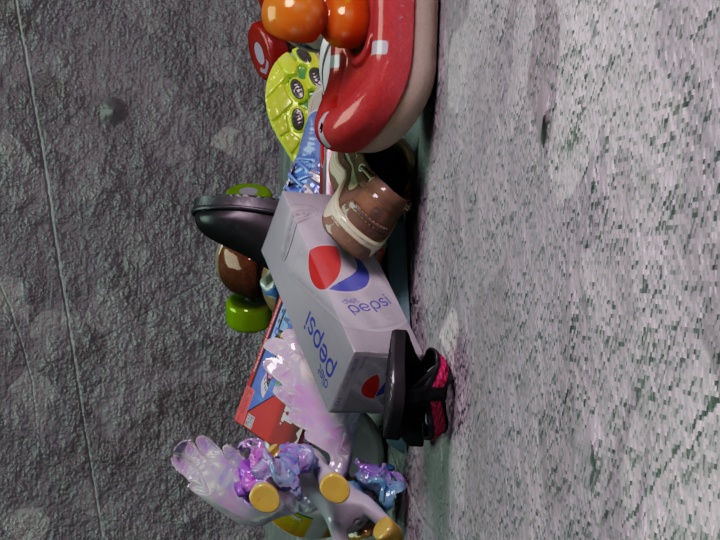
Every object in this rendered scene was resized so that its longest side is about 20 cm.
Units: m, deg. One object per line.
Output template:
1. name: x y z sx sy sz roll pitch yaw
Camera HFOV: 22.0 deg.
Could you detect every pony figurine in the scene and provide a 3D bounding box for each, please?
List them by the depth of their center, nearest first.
1. pony figurine: -0.042 0.168 1.501 0.167 0.193 0.200 -47 4 4

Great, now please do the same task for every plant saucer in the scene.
1. plant saucer: 0.029 0.050 1.555 0.070 0.019 0.202 100 171 -52

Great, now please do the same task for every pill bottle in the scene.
1. pill bottle: -0.042 0.191 1.741 0.200 0.111 0.114 108 163 -72

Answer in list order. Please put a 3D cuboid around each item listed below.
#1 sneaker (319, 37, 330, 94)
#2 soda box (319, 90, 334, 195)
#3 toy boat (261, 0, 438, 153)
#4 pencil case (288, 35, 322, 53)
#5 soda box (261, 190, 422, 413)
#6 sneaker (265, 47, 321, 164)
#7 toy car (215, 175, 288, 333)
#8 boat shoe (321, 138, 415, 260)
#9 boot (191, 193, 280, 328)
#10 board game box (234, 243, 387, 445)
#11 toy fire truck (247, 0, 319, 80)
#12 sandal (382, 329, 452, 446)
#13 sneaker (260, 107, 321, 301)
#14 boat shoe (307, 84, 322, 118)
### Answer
1. sneaker: 0.005 -0.177 1.599 0.116 0.075 0.202 -92 9 -49
2. soda box: -0.004 -0.153 1.738 0.070 0.063 0.202 121 151 -77
3. toy boat: -0.015 -0.193 1.447 0.130 0.129 0.202 176 97 -69
4. pencil case: -0.023 -0.297 1.694 0.078 0.088 0.202 117 165 -69
5. soda box: -0.018 0.023 1.509 0.069 0.063 0.201 -66 33 35
6. sneaker: -0.047 -0.132 1.933 0.084 0.073 0.202 41 -149 -86
7. toy car: -0.055 0.006 2.061 0.200 0.157 0.166 35 131 49
8. boat shoe: 0.019 -0.077 1.546 0.075 0.074 0.203 -48 16 20
9. boot: -0.067 0.022 1.696 0.073 0.196 0.164 111 167 -81
10. board game box: -0.045 0.056 1.613 0.103 0.019 0.202 25 96 52
11. toy fire truck: -0.034 -0.246 1.978 0.169 0.111 0.201 56 152 33
12. sandal: 0.045 0.087 1.305 0.200 0.045 0.076 51 -135 -77
13. sneaker: -0.048 -0.059 1.774 0.075 0.077 0.202 -2 80 46
14. boat shoe: -0.004 -0.092 1.838 0.072 0.062 0.202 -27 61 35
